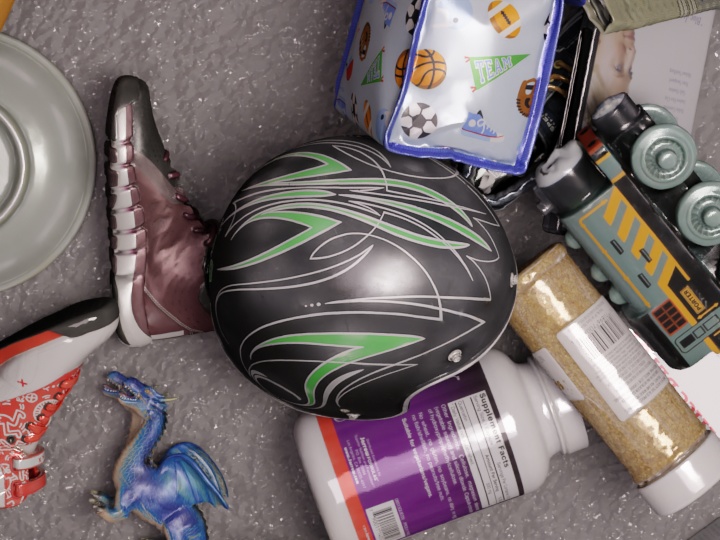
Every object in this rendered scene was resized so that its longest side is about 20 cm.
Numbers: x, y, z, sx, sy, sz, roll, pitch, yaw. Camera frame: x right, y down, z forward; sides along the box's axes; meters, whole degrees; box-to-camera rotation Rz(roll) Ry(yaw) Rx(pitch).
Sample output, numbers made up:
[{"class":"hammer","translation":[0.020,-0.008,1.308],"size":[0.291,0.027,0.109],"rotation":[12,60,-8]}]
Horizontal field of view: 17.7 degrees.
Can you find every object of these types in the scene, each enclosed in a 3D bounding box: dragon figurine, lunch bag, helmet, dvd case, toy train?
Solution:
[{"class":"dragon figurine","translation":[-0.131,0.164,1.705],"size":[0.099,0.059,0.200],"rotation":[-44,97,2]},{"class":"lunch bag","translation":[0.070,-0.181,1.565],"size":[0.124,0.170,0.200],"rotation":[9,100,-18]},{"class":"helmet","translation":[0.000,0.000,1.589],"size":[0.200,0.191,0.200],"rotation":[11,62,-21]},{"class":"dvd case","translation":[0.196,-0.119,1.670],"size":[0.143,0.018,0.200],"rotation":[5,98,-49]},{"class":"toy train","translation":[0.208,-0.026,1.603],"size":[0.114,0.085,0.200],"rotation":[-39,108,7]}]

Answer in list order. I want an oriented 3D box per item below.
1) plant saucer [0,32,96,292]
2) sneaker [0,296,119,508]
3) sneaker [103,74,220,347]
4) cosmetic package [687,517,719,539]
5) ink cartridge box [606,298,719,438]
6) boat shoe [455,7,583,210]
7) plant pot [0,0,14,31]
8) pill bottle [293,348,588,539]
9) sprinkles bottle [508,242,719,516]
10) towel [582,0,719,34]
[{"class":"plant saucer","translation":[-0.292,-0.077,1.675],"size":[0.200,0.050,0.200],"rotation":[0,95,-3]},{"class":"sneaker","translation":[-0.240,0.103,1.677],"size":[0.201,0.067,0.108],"rotation":[-26,98,15]},{"class":"sneaker","translation":[-0.126,-0.045,1.684],"size":[0.115,0.076,0.200],"rotation":[-3,107,-8]},{"class":"cosmetic package","translation":[0.335,0.206,1.732],"size":[0.200,0.074,0.102],"rotation":[-36,97,2]},{"class":"ink cartridge box","translation":[0.283,0.037,1.703],"size":[0.200,0.088,0.145],"rotation":[-39,96,0]},{"class":"boat shoe","translation":[0.147,-0.120,1.674],"size":[0.071,0.091,0.200],"rotation":[40,92,-2]},{"class":"plant pot","translation":[-0.294,-0.257,1.597],"size":[0.200,0.200,0.183],"rotation":[14,111,-5]},{"class":"pill bottle","translation":[0.059,0.126,1.686],"size":[0.200,0.112,0.112],"rotation":[-20,97,-2]},{"class":"sprinkles bottle","translation":[0.176,0.076,1.627],"size":[0.068,0.068,0.200],"rotation":[-38,91,1]},{"class":"towel","translation":[0.179,-0.259,1.617],"size":[0.035,0.200,0.193],"rotation":[-23,86,37]}]
